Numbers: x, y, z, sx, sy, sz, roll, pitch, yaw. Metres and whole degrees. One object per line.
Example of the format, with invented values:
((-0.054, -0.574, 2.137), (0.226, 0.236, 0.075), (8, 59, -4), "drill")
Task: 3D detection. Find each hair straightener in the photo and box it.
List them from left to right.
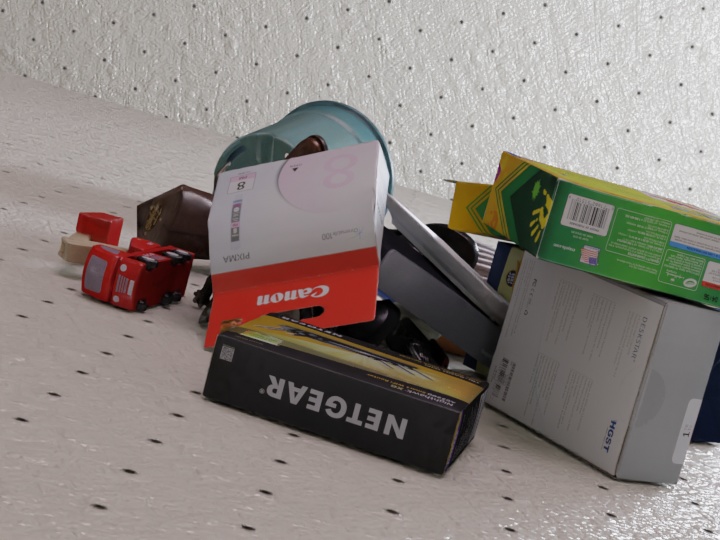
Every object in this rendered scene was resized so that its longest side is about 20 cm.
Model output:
((0.048, 0.083, 1.515), (0.077, 0.041, 0.200), (40, 9, -15), "hair straightener")

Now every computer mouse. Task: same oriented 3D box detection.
((-0.005, 0.045, 1.559), (0.034, 0.059, 0.200), (44, -8, -9), "computer mouse")

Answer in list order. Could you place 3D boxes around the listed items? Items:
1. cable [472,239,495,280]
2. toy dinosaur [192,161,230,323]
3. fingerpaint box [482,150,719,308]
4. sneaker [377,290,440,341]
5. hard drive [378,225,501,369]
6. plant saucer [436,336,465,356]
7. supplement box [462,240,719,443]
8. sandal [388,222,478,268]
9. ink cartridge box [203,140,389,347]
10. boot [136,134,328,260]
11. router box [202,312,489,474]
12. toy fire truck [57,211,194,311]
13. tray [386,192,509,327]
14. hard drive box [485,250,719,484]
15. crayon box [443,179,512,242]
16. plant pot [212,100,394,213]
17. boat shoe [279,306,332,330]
((0.138, 0.012, 1.993), (0.198, 0.070, 0.200), (18, -6, 5), "cable")
((-0.113, -0.019, 1.600), (0.076, 0.202, 0.102), (23, -33, -22), "toy dinosaur")
((0.225, -0.034, 1.442), (0.198, 0.074, 0.167), (14, 9, -15), "fingerpaint box")
((0.000, -0.001, 1.710), (0.198, 0.112, 0.077), (15, -28, 7), "sneaker")
((0.052, 0.013, 1.566), (0.199, 0.042, 0.135), (36, 7, -40), "hard drive")
((0.095, 0.058, 1.825), (0.198, 0.038, 0.200), (15, 8, -2), "plant saucer")
((0.251, 0.072, 1.672), (0.199, 0.136, 0.199), (10, 10, -42), "supplement box")
((0.040, -0.014, 1.899), (0.198, 0.076, 0.048), (3, 21, 29), "sandal")
((-0.059, -0.027, 1.479), (0.161, 0.057, 0.201), (-10, 35, 14), "ink cartridge box")
((-0.142, -0.080, 1.809), (0.199, 0.188, 0.064), (11, 22, -48), "boot")
((-0.007, 0.093, 1.314), (0.198, 0.053, 0.157), (17, 8, 10), "router box")
((-0.237, -0.011, 1.597), (0.140, 0.049, 0.200), (17, 9, 12), "toy fire truck")
((0.094, -0.001, 1.631), (0.107, 0.022, 0.200), (40, 4, -44), "tray")
((0.210, 0.079, 1.470), (0.076, 0.158, 0.200), (10, 10, -33), "hard drive box")
((0.172, -0.050, 1.628), (0.124, 0.052, 0.200), (10, 2, -23), "crayon box")
((-0.084, -0.113, 2.154), (0.198, 0.203, 0.196), (19, 16, 21), "plant pot")
((-0.052, 0.032, 1.565), (0.062, 0.074, 0.200), (4, 5, -8), "boat shoe")
